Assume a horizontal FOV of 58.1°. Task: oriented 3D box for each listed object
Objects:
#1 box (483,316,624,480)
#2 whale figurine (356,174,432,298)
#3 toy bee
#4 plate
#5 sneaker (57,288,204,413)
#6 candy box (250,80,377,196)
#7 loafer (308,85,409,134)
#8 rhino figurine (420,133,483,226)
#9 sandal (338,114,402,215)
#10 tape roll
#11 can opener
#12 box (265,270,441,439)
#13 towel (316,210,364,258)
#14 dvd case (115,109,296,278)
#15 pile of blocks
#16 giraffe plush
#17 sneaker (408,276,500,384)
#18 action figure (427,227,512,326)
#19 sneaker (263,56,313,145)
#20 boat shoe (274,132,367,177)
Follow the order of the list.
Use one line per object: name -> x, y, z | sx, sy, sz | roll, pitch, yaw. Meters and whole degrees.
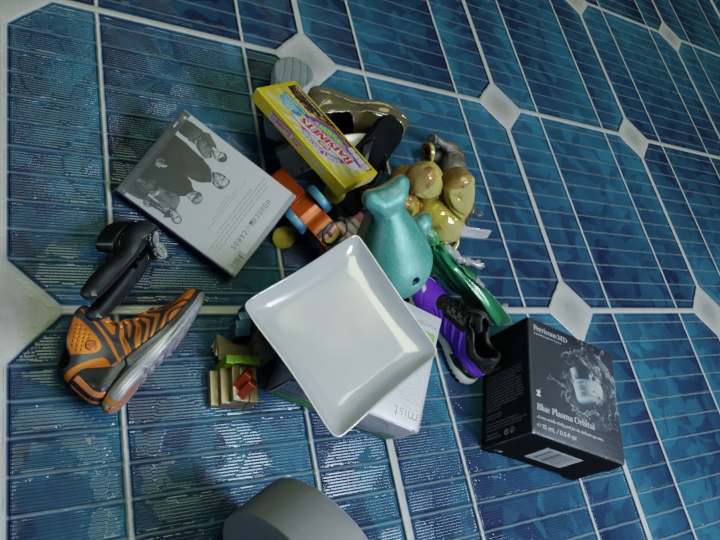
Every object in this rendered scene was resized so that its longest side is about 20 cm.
box -> 0.313, 0.212, 1.068 | 0.196, 0.117, 0.201 | 22, 53, -22
whale figurine -> 0.050, -0.038, 0.942 | 0.159, 0.201, 0.104 | -27, 50, -22
toy bee -> -0.071, -0.067, 0.979 | 0.109, 0.130, 0.201 | 54, 15, -50
plate -> -0.022, 0.080, 0.837 | 0.199, 0.032, 0.200 | -34, 87, -34
sneaker -> -0.278, 0.066, 0.781 | 0.112, 0.078, 0.200 | 36, 42, -1
candy box -> -0.068, -0.203, 0.980 | 0.200, 0.026, 0.102 | 48, 39, 5
loafer -> -0.007, -0.265, 1.153 | 0.199, 0.076, 0.068 | 10, 60, -18
rhino figurine -> 0.179, -0.159, 1.223 | 0.087, 0.060, 0.201 | 0, 68, -46
sandal -> 0.017, -0.180, 1.065 | 0.076, 0.043, 0.201 | 45, 62, -38
tape roll -> -0.060, 0.328, 0.698 | 0.066, 0.200, 0.201 | -28, 82, -42
can opener -> -0.290, -0.001, 0.789 | 0.078, 0.064, 0.200 | -9, 32, 4
box -> -0.004, 0.117, 0.908 | 0.199, 0.097, 0.177 | 26, 61, -19
towel -> 0.000, 0.000, 1.034 | 0.146, 0.030, 0.201 | 35, 51, -12
dvd case -> -0.213, -0.107, 0.908 | 0.200, 0.025, 0.151 | 37, 76, -7
pile of blocks -> -0.145, 0.090, 0.866 | 0.082, 0.062, 0.201 | 30, 51, -17
giraffe plush -> 0.109, -0.129, 1.088 | 0.199, 0.173, 0.163 | 20, 32, -35
sneaker -> 0.160, 0.078, 1.049 | 0.069, 0.099, 0.201 | -27, 82, -42
action figure -> 0.160, 0.003, 1.050 | 0.200, 0.118, 0.055 | 47, 70, -24
sneaker -> -0.129, -0.287, 1.084 | 0.073, 0.071, 0.201 | 24, 43, -13
boat shoe -> -0.049, -0.187, 1.087 | 0.199, 0.071, 0.070 | -15, 94, -32
